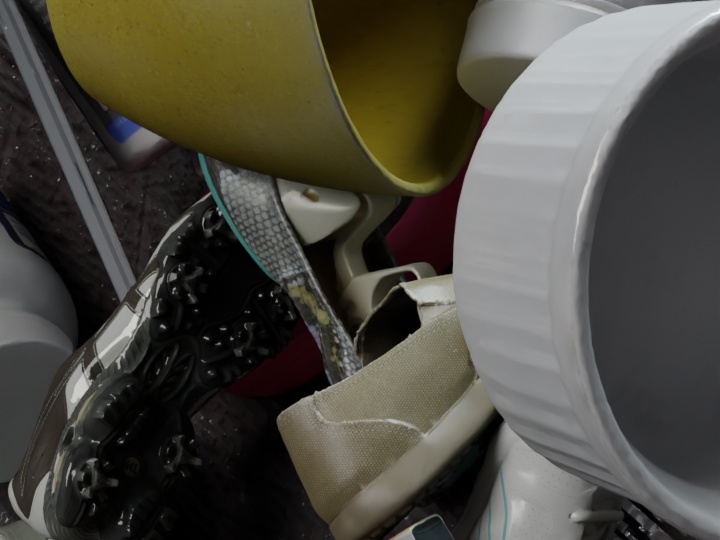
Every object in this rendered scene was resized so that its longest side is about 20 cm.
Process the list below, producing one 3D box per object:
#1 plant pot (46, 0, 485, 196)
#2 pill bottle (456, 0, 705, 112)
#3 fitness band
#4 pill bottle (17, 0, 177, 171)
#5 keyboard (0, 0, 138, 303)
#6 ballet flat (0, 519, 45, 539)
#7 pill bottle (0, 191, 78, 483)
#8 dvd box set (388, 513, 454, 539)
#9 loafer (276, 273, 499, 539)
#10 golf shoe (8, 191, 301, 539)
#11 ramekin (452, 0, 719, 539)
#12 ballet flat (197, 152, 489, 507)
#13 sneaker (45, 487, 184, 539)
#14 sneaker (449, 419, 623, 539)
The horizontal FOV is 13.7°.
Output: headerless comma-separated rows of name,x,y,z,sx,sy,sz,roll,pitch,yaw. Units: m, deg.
plant pot,-0.046,-0.125,1.234,0.141,0.200,0.201,-5,63,25
pill bottle,0.109,-0.162,1.254,0.119,0.119,0.201,-1,68,47
fitness band,-0.020,-0.028,1.379,0.200,0.037,0.144,-39,44,26
pill bottle,-0.123,-0.159,1.426,0.114,0.200,0.114,-34,2,1
keyboard,-0.129,-0.042,1.397,0.011,0.201,0.056,-26,14,-13
ballet flat,-0.206,0.176,1.437,0.200,0.064,0.068,-42,43,21
pill bottle,-0.207,0.018,1.494,0.111,0.111,0.200,-52,40,10
dvd box set,-0.012,0.205,1.179,0.200,0.029,0.147,-33,83,29
loafer,0.041,0.026,1.195,0.200,0.067,0.076,-46,1,-36
golf shoe,-0.092,0.033,1.318,0.094,0.078,0.200,-5,44,53
ramekin,0.129,-0.005,1.086,0.098,0.200,0.201,11,76,57
ballet flat,0.000,0.000,1.272,0.072,0.072,0.201,-35,75,28
sneaker,-0.070,0.142,1.308,0.146,0.077,0.203,-17,48,30
sneaker,0.071,0.115,1.182,0.201,0.070,0.080,-52,56,20
